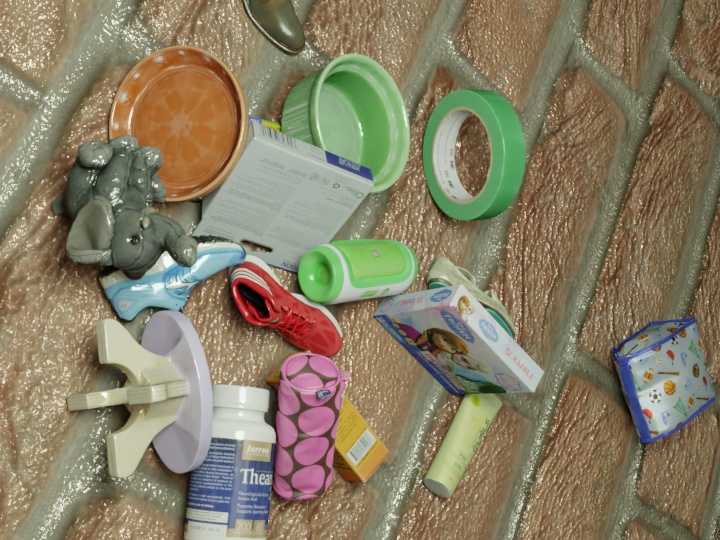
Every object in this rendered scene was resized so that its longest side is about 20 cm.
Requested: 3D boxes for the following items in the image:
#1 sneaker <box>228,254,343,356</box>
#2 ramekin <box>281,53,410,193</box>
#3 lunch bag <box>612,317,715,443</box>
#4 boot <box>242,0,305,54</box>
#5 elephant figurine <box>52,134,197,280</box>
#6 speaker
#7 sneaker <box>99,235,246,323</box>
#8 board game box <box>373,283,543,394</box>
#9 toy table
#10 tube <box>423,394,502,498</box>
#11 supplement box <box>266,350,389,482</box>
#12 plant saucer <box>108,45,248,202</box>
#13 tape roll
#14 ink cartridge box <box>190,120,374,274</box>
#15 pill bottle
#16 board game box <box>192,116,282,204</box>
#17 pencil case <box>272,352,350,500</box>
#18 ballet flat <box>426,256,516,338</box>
[{"bbox_3d":[-0.107,0.072,1.292,0.198,0.116,0.079,36,106,-14],"label":"sneaker"},{"bbox_3d":[-0.025,-0.209,1.390,0.197,0.096,0.205,8,79,-44],"label":"ramekin"},{"bbox_3d":[0.545,0.200,1.722,0.198,0.123,0.174,-25,98,-42],"label":"lunch bag"},{"bbox_3d":[-0.128,-0.417,1.369,0.075,0.096,0.202,-42,106,-30],"label":"boot"},{"bbox_3d":[-0.285,-0.050,1.118,0.138,0.156,0.203,-5,59,-23],"label":"elephant figurine"},{"bbox_3d":[0.000,0.000,1.378,0.198,0.087,0.091,-6,86,-51],"label":"speaker"},{"bbox_3d":[-0.244,0.011,1.248,0.196,0.078,0.092,-19,106,-22],"label":"sneaker"},{"bbox_3d":[0.145,0.110,1.415,0.200,0.198,0.041,44,62,-19],"label":"board game box"},{"bbox_3d":[-0.265,0.155,1.155,0.116,0.182,0.204,-3,73,-49],"label":"toy table"},{"bbox_3d":[0.166,0.266,1.499,0.201,0.051,0.059,-56,153,-32],"label":"tube"},{"bbox_3d":[-0.047,0.211,1.350,0.069,0.066,0.202,-43,106,-27],"label":"supplement box"},{"bbox_3d":[-0.237,-0.191,1.227,0.032,0.195,0.206,15,69,-74],"label":"plant saucer"},{"bbox_3d":[0.176,-0.182,1.479,0.047,0.199,0.206,-5,86,-33],"label":"tape roll"},{"bbox_3d":[-0.112,-0.094,1.299,0.193,0.200,0.044,18,41,-31],"label":"ink cartridge box"},{"bbox_3d":[-0.168,0.257,1.233,0.109,0.110,0.205,11,77,-32],"label":"pill bottle"},{"bbox_3d":[-0.191,-0.158,1.329,0.196,0.029,0.138,9,79,-33],"label":"board game box"},{"bbox_3d":[-0.069,0.215,1.262,0.091,0.091,0.204,0,123,-14],"label":"pencil case"},{"bbox_3d":[0.192,0.046,1.539,0.199,0.067,0.063,38,54,-24],"label":"ballet flat"}]
